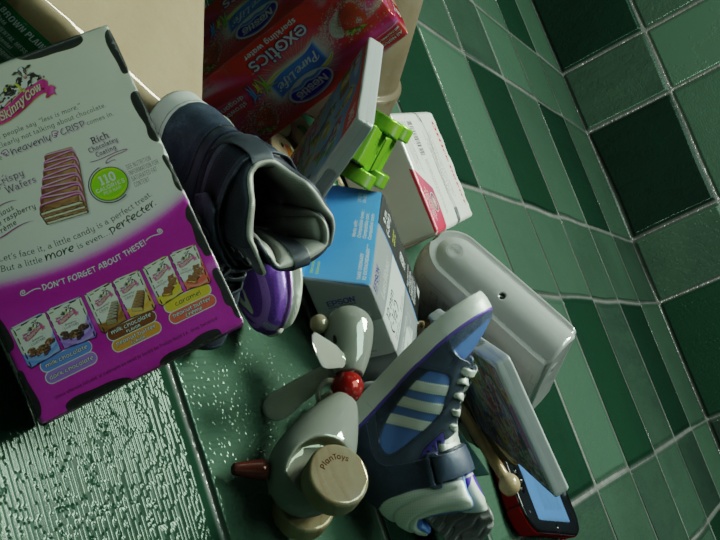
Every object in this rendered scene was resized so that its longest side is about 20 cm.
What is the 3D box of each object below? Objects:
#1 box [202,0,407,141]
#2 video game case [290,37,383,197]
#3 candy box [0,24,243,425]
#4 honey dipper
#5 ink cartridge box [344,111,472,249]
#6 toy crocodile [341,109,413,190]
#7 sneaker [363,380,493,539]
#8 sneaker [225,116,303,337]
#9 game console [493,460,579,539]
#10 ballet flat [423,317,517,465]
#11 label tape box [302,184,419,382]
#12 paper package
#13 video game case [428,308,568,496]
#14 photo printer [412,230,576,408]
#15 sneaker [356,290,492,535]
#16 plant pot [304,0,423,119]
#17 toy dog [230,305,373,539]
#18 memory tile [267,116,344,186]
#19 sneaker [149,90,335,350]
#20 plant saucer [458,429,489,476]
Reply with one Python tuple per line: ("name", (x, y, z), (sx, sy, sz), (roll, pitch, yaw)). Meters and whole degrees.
("box", (-0.068, -0.214, 0.969), (0.100, 0.198, 0.096), (40, 22, -45))
("video game case", (-0.042, -0.093, 0.934), (0.017, 0.201, 0.144), (28, 35, -16))
("candy box", (-0.175, -0.027, 0.645), (0.203, 0.135, 0.061), (66, -21, -1))
("honey dipper", (0.102, 0.145, 1.096), (0.202, 0.038, 0.038), (58, 21, 16))
("ink cartridge box", (0.055, -0.108, 1.277), (0.147, 0.083, 0.200), (67, 19, -2))
("toy crocodile", (0.004, -0.119, 1.004), (0.061, 0.068, 0.200), (29, 8, 6))
("sneaker", (0.049, 0.186, 1.035), (0.201, 0.074, 0.082), (55, -3, -20))
("sneaker", (-0.120, -0.034, 0.880), (0.083, 0.080, 0.202), (-19, 77, -50))
("game console", (0.215, 0.253, 1.353), (0.199, 0.031, 0.180), (27, 44, -57))
("ballet flat", (0.110, 0.141, 1.180), (0.202, 0.071, 0.068), (58, 23, -19))
("label tape box", (0.000, 0.000, 1.027), (0.145, 0.065, 0.202), (-81, 157, -50))
("paper package", (-0.210, -0.190, 0.773), (0.200, 0.102, 0.193), (43, 31, -44))
("video game case", (0.130, 0.123, 1.037), (0.145, 0.018, 0.200), (64, -8, -15))
("photo printer", (0.139, 0.054, 1.189), (0.200, 0.069, 0.167), (42, -22, 19))
("sneaker", (0.079, 0.136, 0.933), (0.147, 0.200, 0.081), (46, 7, 9))
("plant pot", (-0.015, -0.274, 1.101), (0.197, 0.175, 0.201), (25, 31, -17))
("toy dog", (-0.046, 0.114, 0.840), (0.095, 0.133, 0.201), (21, 30, -14))
("memory tile", (-0.050, -0.084, 1.127), (0.153, 0.017, 0.203), (29, 43, -55))
("sneaker", (-0.086, -0.005, 0.737), (0.076, 0.145, 0.205), (-28, 133, -35))
("plant saucer", (0.085, 0.158, 1.069), (0.070, 0.019, 0.200), (55, -3, -6))
